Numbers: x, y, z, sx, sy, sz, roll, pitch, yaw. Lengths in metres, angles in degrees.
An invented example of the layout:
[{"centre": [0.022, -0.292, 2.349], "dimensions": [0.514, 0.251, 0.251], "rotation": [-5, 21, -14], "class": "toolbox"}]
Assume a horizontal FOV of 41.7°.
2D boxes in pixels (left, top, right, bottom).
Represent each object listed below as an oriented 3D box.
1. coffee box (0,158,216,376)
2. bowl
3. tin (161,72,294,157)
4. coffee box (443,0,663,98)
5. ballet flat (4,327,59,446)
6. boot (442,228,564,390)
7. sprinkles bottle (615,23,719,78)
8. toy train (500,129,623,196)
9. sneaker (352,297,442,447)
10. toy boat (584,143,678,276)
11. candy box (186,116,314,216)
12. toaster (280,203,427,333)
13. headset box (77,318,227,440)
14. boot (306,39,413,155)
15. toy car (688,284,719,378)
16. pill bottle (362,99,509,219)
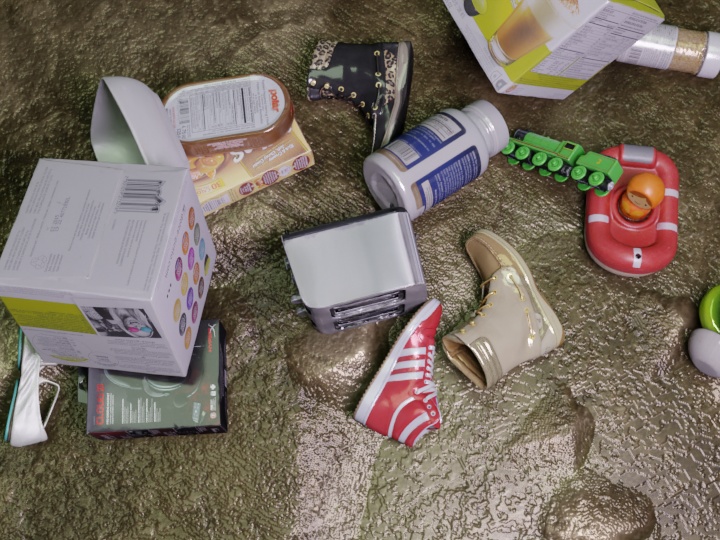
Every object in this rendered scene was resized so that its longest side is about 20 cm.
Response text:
[{"centre": [-0.315, -0.002, 1.212], "dimensions": [0.199, 0.198, 0.200], "rotation": [4, 56, 7], "class": "coffee box"}, {"centre": [-0.308, -0.160, 1.339], "dimensions": [0.075, 0.200, 0.200], "rotation": [-19, 74, -27], "class": "bowl"}, {"centre": [-0.197, -0.227, 1.375], "dimensions": [0.199, 0.042, 0.112], "rotation": [-9, 71, 1], "class": "tin"}, {"centre": [0.269, -0.384, 1.339], "dimensions": [0.198, 0.200, 0.200], "rotation": [-38, 72, 35], "class": "coffee box"}, {"centre": [-0.450, 0.144, 1.312], "dimensions": [0.069, 0.069, 0.201], "rotation": [2, 77, 2], "class": "ballet flat"}, {"centre": [0.169, 0.051, 1.303], "dimensions": [0.155, 0.073, 0.200], "rotation": [-27, 80, -25], "class": "boot"}, {"centre": [0.447, -0.343, 1.439], "dimensions": [0.199, 0.068, 0.068], "rotation": [11, 73, 4], "class": "sprinkles bottle"}, {"centre": [0.286, -0.160, 1.356], "dimensions": [0.200, 0.042, 0.056], "rotation": [29, 80, 42], "class": "toy train"}, {"centre": [0.087, 0.144, 1.293], "dimensions": [0.112, 0.071, 0.200], "rotation": [30, 83, 14], "class": "sneaker"}, {"centre": [0.390, -0.094, 1.330], "dimensions": [0.130, 0.131, 0.201], "rotation": [6, 73, 3], "class": "toy boat"}, {"centre": [-0.183, -0.172, 1.403], "dimensions": [0.200, 0.055, 0.116], "rotation": [-26, 73, -7], "class": "candy box"}, {"centre": [0.000, 0.000, 1.285], "dimensions": [0.199, 0.181, 0.119], "rotation": [-14, 76, -3], "class": "toaster"}, {"centre": [-0.286, 0.150, 1.295], "dimensions": [0.199, 0.077, 0.149], "rotation": [-2, 72, -1], "class": "headset box"}, {"centre": [-0.006, -0.257, 1.419], "dimensions": [0.150, 0.073, 0.201], "rotation": [9, 83, 10], "class": "boot"}, {"centre": [0.555, 0.084, 1.262], "dimensions": [0.200, 0.150, 0.175], "rotation": [39, 78, 12], "class": "toy car"}, {"centre": [0.112, -0.162, 1.355], "dimensions": [0.200, 0.111, 0.111], "rotation": [-33, 75, -18], "class": "pill bottle"}]
